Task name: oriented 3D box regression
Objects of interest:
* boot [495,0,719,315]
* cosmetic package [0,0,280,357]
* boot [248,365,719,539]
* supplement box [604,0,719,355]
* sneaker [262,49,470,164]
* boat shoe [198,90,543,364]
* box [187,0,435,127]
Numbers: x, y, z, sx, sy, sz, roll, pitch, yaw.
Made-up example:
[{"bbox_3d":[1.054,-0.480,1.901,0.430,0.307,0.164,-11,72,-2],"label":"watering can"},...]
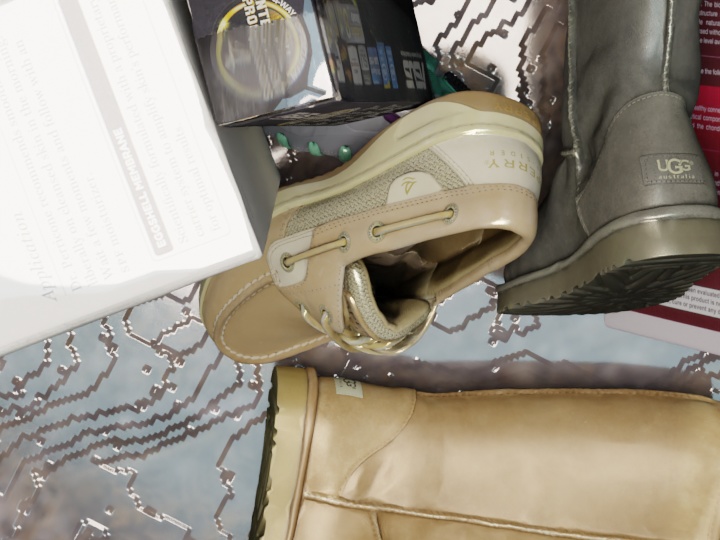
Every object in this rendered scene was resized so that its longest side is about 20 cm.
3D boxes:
[{"bbox_3d":[0.097,-0.089,0.947,0.072,0.182,0.201,-3,79,-21],"label":"boot"},{"bbox_3d":[-0.143,-0.039,0.881,0.199,0.199,0.124,-19,99,3],"label":"cosmetic package"},{"bbox_3d":[0.051,0.130,1.036,0.199,0.066,0.176,7,108,-6],"label":"boot"},{"bbox_3d":[0.157,-0.069,0.977,0.061,0.109,0.201,-5,101,-33],"label":"supplement box"},{"bbox_3d":[-0.032,-0.075,1.008,0.200,0.074,0.088,35,109,5],"label":"sneaker"},{"bbox_3d":[0.000,0.000,0.966,0.072,0.065,0.200,19,144,-34],"label":"boat shoe"},{"bbox_3d":[-0.027,-0.133,0.859,0.049,0.200,0.162,-11,91,12],"label":"box"}]
